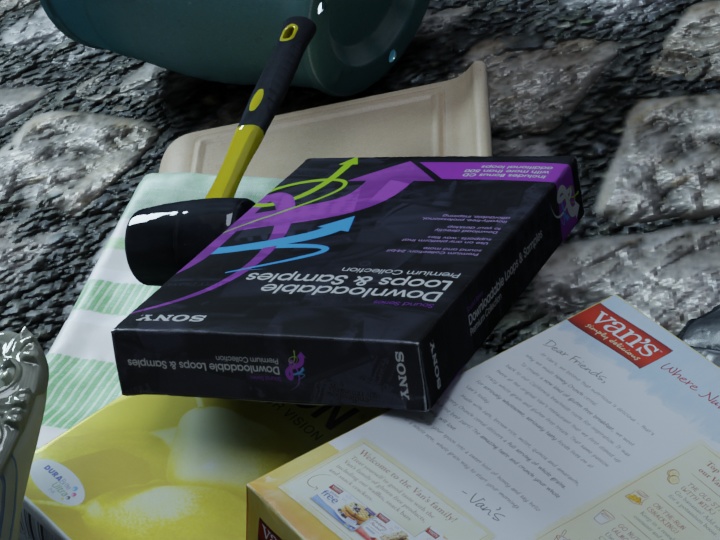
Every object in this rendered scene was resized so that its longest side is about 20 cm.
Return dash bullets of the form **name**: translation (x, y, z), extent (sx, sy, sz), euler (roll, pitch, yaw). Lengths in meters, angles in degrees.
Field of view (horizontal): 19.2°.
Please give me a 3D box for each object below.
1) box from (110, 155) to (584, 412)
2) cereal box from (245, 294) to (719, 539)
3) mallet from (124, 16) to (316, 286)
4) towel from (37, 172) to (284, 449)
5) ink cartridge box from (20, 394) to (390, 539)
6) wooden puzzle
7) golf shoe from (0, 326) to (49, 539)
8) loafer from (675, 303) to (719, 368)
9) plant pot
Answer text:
- **box**: translation (0.000, 0.000, 0.928), extent (0.142, 0.036, 0.200), euler (1, 26, 25)
- **cereal box**: translation (0.075, 0.092, 0.818), extent (0.199, 0.040, 0.144), euler (-24, 44, -31)
- **mallet**: translation (-0.067, -0.064, 1.084), extent (0.065, 0.041, 0.201), euler (-10, 37, 19)
- **towel**: translation (-0.083, 0.028, 1.032), extent (0.151, 0.023, 0.201), euler (3, 49, 27)
- **ink cartridge box**: translation (-0.015, 0.095, 0.886), extent (0.200, 0.047, 0.197), euler (-35, 48, -25)
- **wooden puzzle**: translation (-0.022, -0.033, 1.131), extent (0.198, 0.037, 0.186), euler (-15, 32, 11)
- **golf shoe**: translation (-0.168, 0.122, 0.851), extent (0.078, 0.097, 0.201), euler (7, 64, 32)
- **loafer**: translation (0.216, 0.045, 0.867), extent (0.200, 0.068, 0.070), euler (10, 49, 41)
- **plant pot**: translation (-0.061, -0.197, 1.267), extent (0.187, 0.201, 0.200), euler (26, 49, 27)
